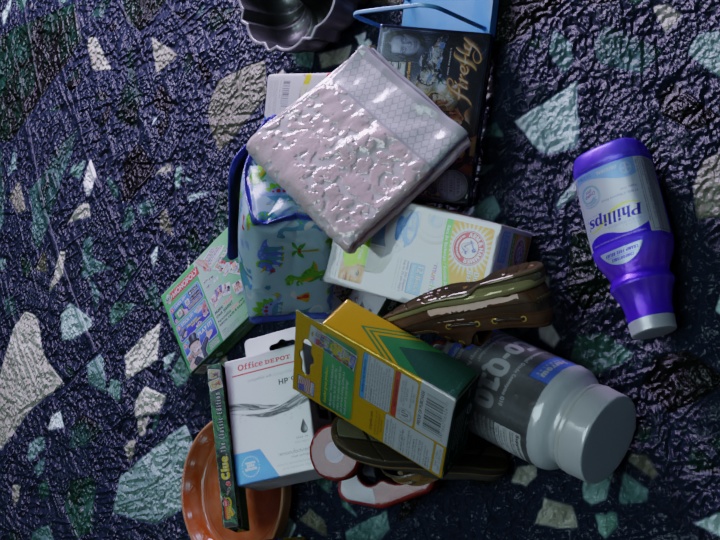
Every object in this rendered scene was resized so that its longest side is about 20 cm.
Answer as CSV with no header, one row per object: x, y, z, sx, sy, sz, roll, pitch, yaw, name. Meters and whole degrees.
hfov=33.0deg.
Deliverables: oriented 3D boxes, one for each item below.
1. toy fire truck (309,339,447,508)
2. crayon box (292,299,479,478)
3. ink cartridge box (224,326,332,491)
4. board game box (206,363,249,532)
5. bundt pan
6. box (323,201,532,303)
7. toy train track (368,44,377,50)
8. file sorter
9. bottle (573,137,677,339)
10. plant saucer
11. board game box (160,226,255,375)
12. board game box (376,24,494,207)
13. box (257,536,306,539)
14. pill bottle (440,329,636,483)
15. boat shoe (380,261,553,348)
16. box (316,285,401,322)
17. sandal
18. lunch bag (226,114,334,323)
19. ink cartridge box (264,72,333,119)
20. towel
0.042,0.175,1.401,0.167,0.112,0.201,5,87,24,toy fire truck
0.023,0.116,1.278,0.199,0.052,0.126,28,137,22,crayon box
-0.103,0.165,1.525,0.115,0.067,0.201,-16,70,20,ink cartridge box
-0.167,0.226,1.538,0.023,0.105,0.201,-8,74,-1,board game box
-0.067,-0.376,1.596,0.201,0.076,0.203,-9,77,41,bundt pan
0.077,-0.015,1.363,0.199,0.101,0.113,16,94,27,box
0.038,-0.184,1.495,0.115,0.032,0.201,-35,60,47,toy train track
0.081,-0.384,1.434,0.138,0.122,0.201,5,86,41,file sorter
0.276,-0.031,1.240,0.083,0.065,0.201,-22,69,36,bottle
-0.162,0.292,1.606,0.199,0.032,0.202,-9,77,41,plant saucer
-0.190,0.033,1.674,0.200,0.029,0.135,-43,57,29,board game box
0.077,-0.182,1.426,0.135,0.035,0.201,7,88,14,board game box
-0.160,0.436,1.473,0.200,0.192,0.122,-52,54,24,box
0.179,0.138,1.269,0.199,0.113,0.114,23,99,41,pill bottle
0.106,0.048,1.247,0.199,0.072,0.068,-16,96,33,boat shoe
0.000,0.000,1.506,0.144,0.036,0.201,43,113,37,box
0.063,0.204,1.334,0.082,0.199,0.055,-97,21,-54,sandal
-0.097,-0.064,1.469,0.201,0.127,0.171,-101,13,-46,lunch bag
-0.043,-0.185,1.520,0.200,0.067,0.117,12,98,53,ink cartridge box
-0.005,-0.142,1.360,0.191,0.032,0.200,-42,58,-5,towel
